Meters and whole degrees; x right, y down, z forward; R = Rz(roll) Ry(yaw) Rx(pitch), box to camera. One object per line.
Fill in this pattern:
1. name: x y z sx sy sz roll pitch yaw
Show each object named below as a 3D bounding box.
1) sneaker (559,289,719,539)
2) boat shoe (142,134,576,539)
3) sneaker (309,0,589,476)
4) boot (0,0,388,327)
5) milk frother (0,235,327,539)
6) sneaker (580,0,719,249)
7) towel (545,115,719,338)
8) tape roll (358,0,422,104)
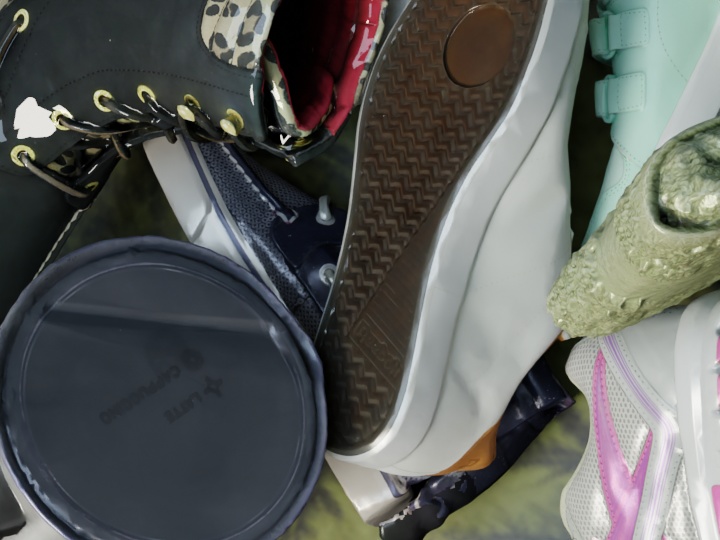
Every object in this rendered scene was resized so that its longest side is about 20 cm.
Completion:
1. sneaker: 0.120 0.099 0.887 0.088 0.081 0.200 4 102 45
2. boat shoe: 0.000 0.000 0.948 0.093 0.075 0.200 -33 79 4
3. sneaker: 0.044 -0.025 0.873 0.073 0.085 0.200 21 93 45
4. boot: -0.084 -0.053 0.896 0.154 0.073 0.204 22 89 44
5. milk frother: -0.095 0.124 0.868 0.200 0.180 0.188 52 148 4
6. sneaker: 0.091 -0.089 0.907 0.118 0.074 0.200 20 92 21
7. towel: 0.157 -0.043 0.804 0.200 0.148 0.036 -27 81 -15
8. tape roll: -0.023 -0.160 0.939 0.203 0.037 0.203 0 90 43
